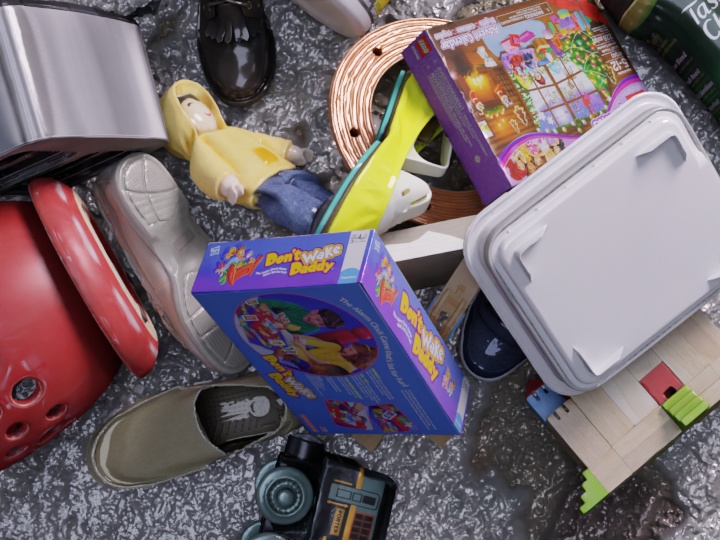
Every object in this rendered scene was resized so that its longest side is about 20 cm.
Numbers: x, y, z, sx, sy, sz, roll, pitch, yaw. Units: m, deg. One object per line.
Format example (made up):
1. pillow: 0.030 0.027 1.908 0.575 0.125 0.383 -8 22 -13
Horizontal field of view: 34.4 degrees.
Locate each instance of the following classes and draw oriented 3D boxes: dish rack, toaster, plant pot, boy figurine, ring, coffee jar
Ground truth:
1. dish rack: 0.193 -0.014 0.859 0.200 0.044 0.172 -37 109 -5
2. toaster: -0.264 -0.133 0.912 0.199 0.181 0.119 -19 88 25
3. plant pot: -0.273 0.035 0.914 0.182 0.200 0.201 -31 83 -8
4. boy figurine: -0.087 -0.089 0.961 0.200 0.124 0.065 36 124 20
5. ring: 0.069 -0.121 0.965 0.199 0.019 0.202 6 66 -14
6. coffee jar: 0.294 -0.198 0.958 0.104 0.085 0.200 -44 83 -2

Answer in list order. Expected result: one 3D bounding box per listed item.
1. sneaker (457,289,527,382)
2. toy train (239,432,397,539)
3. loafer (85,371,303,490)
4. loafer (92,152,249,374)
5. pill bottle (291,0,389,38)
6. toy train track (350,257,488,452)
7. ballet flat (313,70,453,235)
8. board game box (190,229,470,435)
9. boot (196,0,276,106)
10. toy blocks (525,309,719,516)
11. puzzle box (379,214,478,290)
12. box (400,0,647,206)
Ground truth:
1. sneaker: 0.147 0.001 0.933 0.070 0.109 0.200 36 87 4
2. toy train: -0.043 0.236 0.937 0.113 0.085 0.202 15 85 -5
3. loafer: -0.136 0.126 0.956 0.199 0.068 0.076 -21 83 1
4. loafer: -0.155 -0.003 0.972 0.072 0.063 0.201 -38 106 -41
5. pill bottle: 0.014 -0.306 0.972 0.111 0.111 0.201 35 87 6
6. toy train track: 0.049 0.066 0.933 0.114 0.033 0.201 35 122 8
7. ballet flat: 0.029 -0.078 0.875 0.067 0.067 0.201 26 51 0
8. board game box: -0.015 0.053 0.853 0.134 0.200 0.045 -3 52 26
9. boot: -0.118 -0.247 0.941 0.069 0.174 0.202 -7 83 2
10. toy blocks: 0.211 0.081 0.940 0.200 0.100 0.137 -40 72 -2
11. puzzle box: 0.000 0.000 0.930 0.198 0.133 0.026 -11 79 1
12. box: 0.142 -0.146 0.930 0.199 0.039 0.137 -24 83 -37
